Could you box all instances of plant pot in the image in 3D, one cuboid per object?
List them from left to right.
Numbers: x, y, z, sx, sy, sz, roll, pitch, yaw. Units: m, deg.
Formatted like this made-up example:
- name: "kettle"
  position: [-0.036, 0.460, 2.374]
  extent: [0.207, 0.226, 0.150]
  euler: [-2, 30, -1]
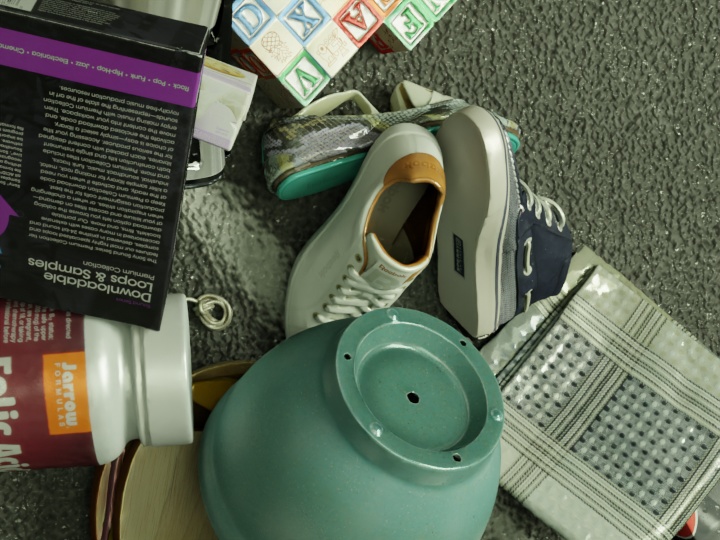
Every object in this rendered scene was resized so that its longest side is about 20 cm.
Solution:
- name: "plant pot"
  position: [0.011, 0.108, 0.881]
  extent: [0.199, 0.134, 0.201]
  euler: [17, 46, -18]

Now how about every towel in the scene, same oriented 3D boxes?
- name: "towel"
  position: [0.181, 0.105, 1.031]
  extent: [0.200, 0.035, 0.193]
  euler: [40, 79, 16]

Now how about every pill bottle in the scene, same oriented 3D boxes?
- name: "pill bottle"
  position: [-0.207, 0.069, 0.864]
  extent: [0.198, 0.114, 0.115]
  euler: [-4, 97, -6]

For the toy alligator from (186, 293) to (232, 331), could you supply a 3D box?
- name: "toy alligator"
  position: [-0.172, 0.010, 0.927]
  extent: [0.199, 0.054, 0.060]
  euler: [16, 90, -22]

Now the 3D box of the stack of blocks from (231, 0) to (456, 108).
- name: "stack of blocks"
  position: [-0.002, -0.207, 0.971]
  extent: [0.115, 0.059, 0.200]
  euler: [46, 78, -19]

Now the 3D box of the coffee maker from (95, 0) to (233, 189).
- name: "coffee maker"
  position: [-0.134, -0.172, 0.879]
  extent: [0.133, 0.192, 0.202]
  euler: [8, 114, 0]

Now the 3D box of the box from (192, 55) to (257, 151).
- name: "box"
  position: [-0.157, -0.124, 0.773]
  extent: [0.199, 0.041, 0.039]
  euler: [21, 110, -5]

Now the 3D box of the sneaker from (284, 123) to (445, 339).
- name: "sneaker"
  position: [0.000, 0.000, 0.946]
  extent: [0.072, 0.085, 0.201]
  euler: [16, 117, -17]

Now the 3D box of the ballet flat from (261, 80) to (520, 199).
- name: "ballet flat"
  position: [0.021, -0.103, 0.989]
  extent: [0.199, 0.072, 0.073]
  euler: [-11, 99, -20]

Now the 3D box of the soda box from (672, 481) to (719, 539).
- name: "soda box"
  position: [0.266, 0.170, 1.108]
  extent: [0.071, 0.063, 0.201]
  euler: [-35, 106, -15]

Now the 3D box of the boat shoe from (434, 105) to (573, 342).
- name: "boat shoe"
  position: [0.107, -0.045, 0.994]
  extent: [0.092, 0.075, 0.201]
  euler: [-24, 139, -23]

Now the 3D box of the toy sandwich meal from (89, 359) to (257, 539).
- name: "toy sandwich meal"
  position: [-0.088, 0.157, 0.965]
  extent: [0.203, 0.070, 0.207]
  euler: [-2, 96, -21]

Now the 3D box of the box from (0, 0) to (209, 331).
- name: "box"
  position: [-0.168, -0.060, 0.769]
  extent: [0.142, 0.036, 0.201]
  euler: [12, 128, -4]
